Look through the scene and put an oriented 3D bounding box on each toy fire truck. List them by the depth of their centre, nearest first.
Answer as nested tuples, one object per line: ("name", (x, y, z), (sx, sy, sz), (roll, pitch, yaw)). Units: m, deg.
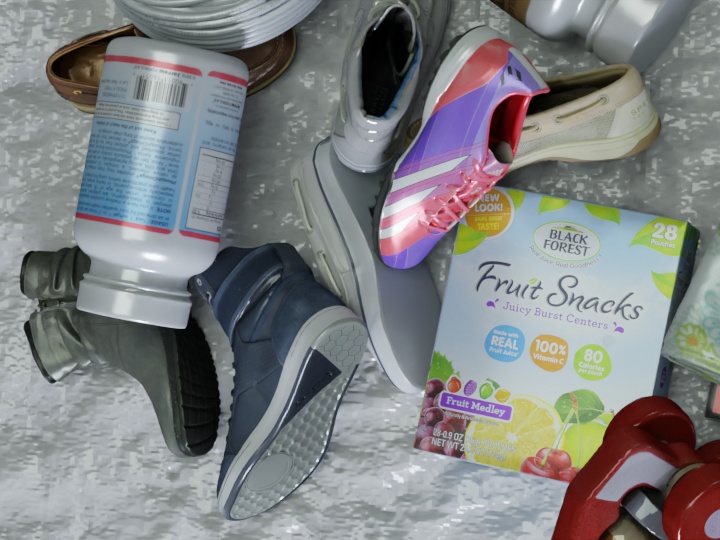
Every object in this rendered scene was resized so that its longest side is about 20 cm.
("toy fire truck", (0.209, 0.193, 1.497), (0.168, 0.200, 0.112), (-53, 36, 9))

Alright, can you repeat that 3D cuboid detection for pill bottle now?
("pill bottle", (0.140, -0.232, 1.588), (0.200, 0.114, 0.115), (38, 96, 15))
("pill bottle", (-0.150, -0.064, 1.608), (0.108, 0.109, 0.201), (11, 90, 17))

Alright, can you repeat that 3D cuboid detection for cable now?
("cable", (-0.107, -0.260, 1.659), (0.199, 0.069, 0.200), (29, 72, 20))

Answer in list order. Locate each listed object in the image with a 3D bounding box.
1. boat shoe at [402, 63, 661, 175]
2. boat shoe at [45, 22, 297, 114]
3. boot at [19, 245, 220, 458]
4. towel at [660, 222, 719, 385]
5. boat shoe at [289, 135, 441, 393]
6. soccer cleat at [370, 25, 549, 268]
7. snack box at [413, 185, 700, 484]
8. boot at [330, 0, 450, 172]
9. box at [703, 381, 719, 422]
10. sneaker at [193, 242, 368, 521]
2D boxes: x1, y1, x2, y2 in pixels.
("boat shoe", (0.116, -0.113, 1.587), (0.199, 0.072, 0.065), (-4, 128, 30))
("boat shoe", (-0.148, -0.161, 1.692), (0.199, 0.068, 0.072), (-8, 83, 16))
("boot", (-0.188, 0.064, 1.694), (0.130, 0.068, 0.201), (-21, 72, 19))
("towel", (0.320, 0.007, 1.502), (0.171, 0.048, 0.201), (26, 88, 18))
("boat shoe", (0.000, 0.000, 1.637), (0.066, 0.072, 0.201), (-24, 89, 43))
("soccer cleat", (0.068, -0.072, 1.550), (0.073, 0.068, 0.201), (40, 124, 26))
("snack box", (0.142, 0.049, 1.589), (0.168, 0.068, 0.201), (10, 87, 18))
("boot", (0.029, -0.175, 1.600), (0.073, 0.096, 0.201), (13, 69, -5))
("box", (0.328, 0.020, 1.550), (0.136, 0.038, 0.201), (10, 88, 17))
("sneaker", (-0.080, 0.074, 1.652), (0.146, 0.077, 0.203), (47, 122, 35))
